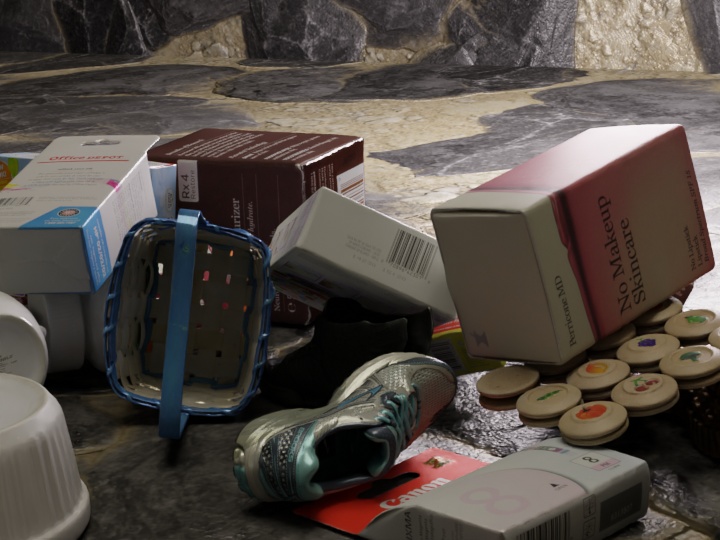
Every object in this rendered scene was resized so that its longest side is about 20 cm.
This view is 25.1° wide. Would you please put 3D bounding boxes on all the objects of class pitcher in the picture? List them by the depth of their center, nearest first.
[{"bbox_3d":[-0.325,0.064,1.362,0.171,0.122,0.199,-24,15,-36],"label":"pitcher"}]

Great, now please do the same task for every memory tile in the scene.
[{"bbox_3d":[0.199,0.070,1.220,0.199,0.017,0.153,-25,22,-25],"label":"memory tile"}]

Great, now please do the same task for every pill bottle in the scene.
[{"bbox_3d":[-0.197,0.034,1.479,0.198,0.111,0.109,-9,16,-23],"label":"pill bottle"}]

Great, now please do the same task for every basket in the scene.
[{"bbox_3d":[-0.142,0.043,1.330,0.138,0.178,0.200,7,-1,-5],"label":"basket"}]

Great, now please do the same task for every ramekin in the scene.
[{"bbox_3d":[-0.291,0.139,1.124,0.200,0.095,0.202,-2,14,0],"label":"ramekin"}]

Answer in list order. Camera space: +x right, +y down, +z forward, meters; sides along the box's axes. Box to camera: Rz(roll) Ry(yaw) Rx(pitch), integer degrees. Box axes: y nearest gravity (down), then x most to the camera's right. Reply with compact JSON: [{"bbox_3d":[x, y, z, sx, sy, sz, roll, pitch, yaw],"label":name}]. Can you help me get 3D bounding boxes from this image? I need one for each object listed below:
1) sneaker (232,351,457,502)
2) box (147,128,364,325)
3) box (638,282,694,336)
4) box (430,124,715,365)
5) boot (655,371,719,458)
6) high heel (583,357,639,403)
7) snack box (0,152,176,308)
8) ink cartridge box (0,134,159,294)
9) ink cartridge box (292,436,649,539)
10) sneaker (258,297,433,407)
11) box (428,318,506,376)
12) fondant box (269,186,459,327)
[{"bbox_3d":[0.008,0.123,1.184,0.199,0.078,0.086,-26,21,-35],"label":"sneaker"},{"bbox_3d":[-0.111,-0.049,1.672,0.198,0.168,0.164,4,16,22],"label":"box"},{"bbox_3d":[0.251,0.004,1.495,0.100,0.075,0.200,30,15,6],"label":"box"},{"bbox_3d":[0.172,-0.024,1.283,0.199,0.129,0.108,-28,19,-36],"label":"box"},{"bbox_3d":[0.298,0.093,1.270,0.106,0.076,0.200,0,13,-11],"label":"boot"},{"bbox_3d":[0.182,0.066,1.311,0.067,0.096,0.200,-36,6,3],"label":"high heel"},{"bbox_3d":[-0.279,-0.028,1.601,0.198,0.171,0.068,7,9,28],"label":"snack box"},{"bbox_3d":[-0.258,-0.053,1.456,0.114,0.068,0.200,0,28,16],"label":"ink cartridge box"},{"bbox_3d":[0.075,0.150,1.125,0.199,0.058,0.162,18,24,41],"label":"ink cartridge box"},{"bbox_3d":[-0.017,0.067,1.339,0.060,0.105,0.199,-14,19,-38],"label":"sneaker"},{"bbox_3d":[0.116,0.016,1.465,0.075,0.050,0.201,-13,30,32],"label":"box"},{"bbox_3d":[0.000,0.000,1.369,0.143,0.059,0.200,25,-14,-9],"label":"fondant box"}]
